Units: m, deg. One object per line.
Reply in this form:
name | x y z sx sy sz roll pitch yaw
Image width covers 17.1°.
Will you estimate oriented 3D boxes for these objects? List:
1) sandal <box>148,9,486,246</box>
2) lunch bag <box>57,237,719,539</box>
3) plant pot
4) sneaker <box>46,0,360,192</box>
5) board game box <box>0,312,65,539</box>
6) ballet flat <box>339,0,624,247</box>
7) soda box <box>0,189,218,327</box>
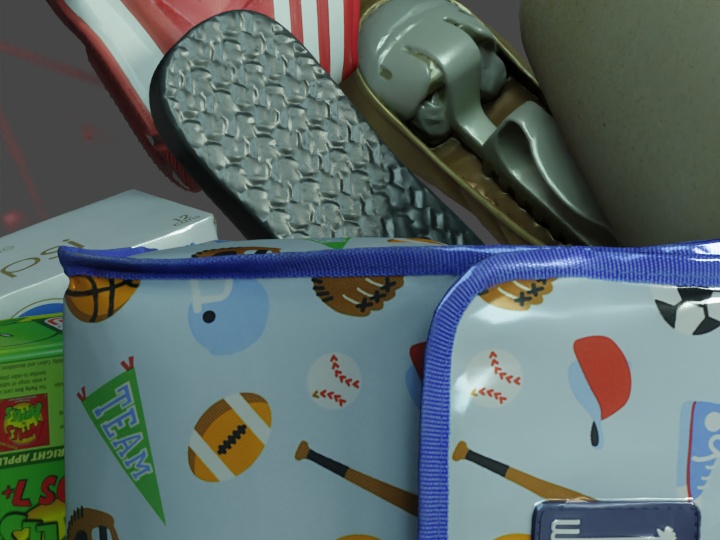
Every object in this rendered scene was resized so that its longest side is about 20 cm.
sandal | 0.000 -0.001 0.834 0.075 0.048 0.201 -34 90 -20
lunch bag | 0.021 0.074 0.664 0.199 0.124 0.171 2 93 19
plant pot | 0.145 -0.053 0.764 0.187 0.188 0.200 -29 45 -16
sneaker | -0.070 -0.138 0.874 0.115 0.078 0.200 -31 91 -9
board game box | -0.158 0.074 0.710 0.199 0.048 0.102 -7 102 -28
ballet flat | 0.050 -0.055 0.872 0.069 0.063 0.200 -39 68 -18
soda box | -0.140 0.038 0.782 0.199 0.064 0.068 -21 20 -25
